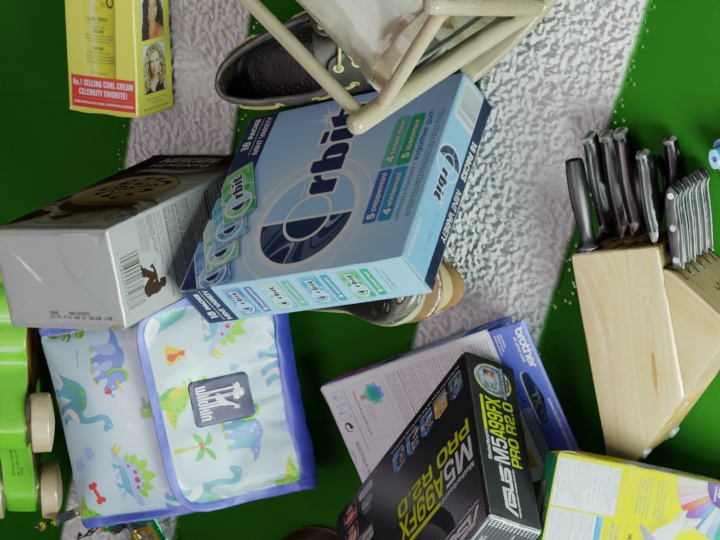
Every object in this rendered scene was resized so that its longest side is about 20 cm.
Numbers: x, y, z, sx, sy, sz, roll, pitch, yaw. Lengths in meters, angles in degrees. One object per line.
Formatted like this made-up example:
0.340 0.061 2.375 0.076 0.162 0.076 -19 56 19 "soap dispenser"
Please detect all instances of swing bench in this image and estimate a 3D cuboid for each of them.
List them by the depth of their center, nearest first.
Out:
0.016 -0.225 1.513 0.199 0.200 0.130 47 130 14 "swing bench"

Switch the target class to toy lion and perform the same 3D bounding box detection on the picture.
-0.282 0.083 1.845 0.068 0.193 0.200 -1 149 -4 "toy lion"

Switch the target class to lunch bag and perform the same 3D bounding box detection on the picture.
-0.136 0.103 1.765 0.199 0.127 0.171 -10 94 25 "lunch bag"

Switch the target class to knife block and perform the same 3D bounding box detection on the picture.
0.183 0.009 1.552 0.175 0.064 0.200 42 124 17 "knife block"

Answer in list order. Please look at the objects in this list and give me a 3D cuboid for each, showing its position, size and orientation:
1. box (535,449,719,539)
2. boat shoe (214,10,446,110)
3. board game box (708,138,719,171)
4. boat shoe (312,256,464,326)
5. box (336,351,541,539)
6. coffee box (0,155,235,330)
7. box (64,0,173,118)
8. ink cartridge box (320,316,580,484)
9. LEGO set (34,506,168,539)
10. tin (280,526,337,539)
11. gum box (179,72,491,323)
0.216 0.197 1.530 0.199 0.048 0.118 12 86 -4 "box"
-0.019 -0.159 1.637 0.200 0.060 0.072 -17 94 36 "boat shoe"
0.347 -0.031 1.453 0.199 0.026 0.201 -28 88 36 "board game box"
0.000 0.000 1.662 0.200 0.074 0.076 24 107 50 "boat shoe"
0.051 0.182 1.597 0.044 0.161 0.200 20 128 -21 "box"
-0.167 -0.024 1.693 0.112 0.200 0.080 0 108 33 "coffee box"
-0.191 -0.224 1.740 0.075 0.050 0.201 10 110 30 "box"
0.073 0.111 1.672 0.199 0.042 0.120 -21 93 39 "ink cartridge box"
-0.235 0.276 1.851 0.115 0.200 0.154 -21 113 38 "LEGO set"
-0.063 0.287 1.821 0.200 0.042 0.112 -39 86 35 "tin"
-0.018 -0.051 1.610 0.199 0.171 0.045 -9 137 36 "gum box"
